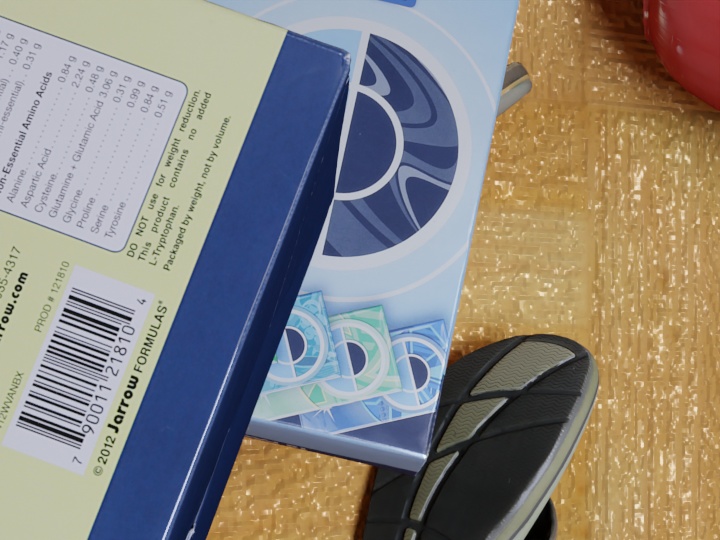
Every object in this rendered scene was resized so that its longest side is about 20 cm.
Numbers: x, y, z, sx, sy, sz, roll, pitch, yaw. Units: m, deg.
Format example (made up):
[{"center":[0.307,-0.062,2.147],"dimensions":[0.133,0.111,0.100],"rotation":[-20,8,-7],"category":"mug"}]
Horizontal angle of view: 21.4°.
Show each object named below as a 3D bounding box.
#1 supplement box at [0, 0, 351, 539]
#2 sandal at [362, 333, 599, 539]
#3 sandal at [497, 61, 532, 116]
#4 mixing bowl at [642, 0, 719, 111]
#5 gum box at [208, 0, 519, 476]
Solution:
[{"center":[-0.130,0.012,0.554],"dimensions":[0.199,0.134,0.201],"rotation":[20,75,2],"category":"supplement box"},{"center":[0.040,0.119,0.760],"dimensions":[0.057,0.080,0.202],"rotation":[32,77,-47],"category":"sandal"},{"center":[0.000,0.000,0.724],"dimensions":[0.054,0.080,0.200],"rotation":[44,71,-10],"category":"sandal"},{"center":[0.179,-0.141,0.811],"dimensions":[0.200,0.108,0.201],"rotation":[4,90,-77],"category":"mixing bowl"},{"center":[-0.041,-0.046,0.666],"dimensions":[0.169,0.045,0.201],"rotation":[13,76,-1],"category":"gum box"}]
